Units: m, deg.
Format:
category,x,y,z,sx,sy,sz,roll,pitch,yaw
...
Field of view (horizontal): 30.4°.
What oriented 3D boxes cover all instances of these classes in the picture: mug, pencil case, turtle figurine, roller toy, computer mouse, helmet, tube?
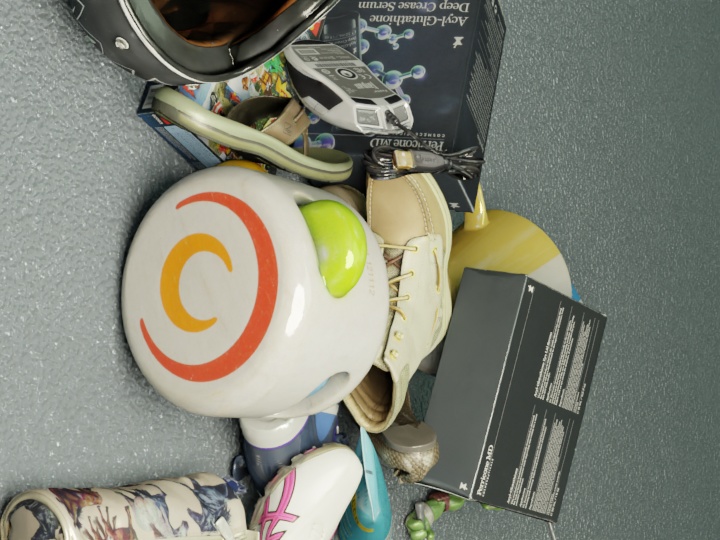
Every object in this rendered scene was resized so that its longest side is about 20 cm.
category,x,y,z,sx,sy,sz,roll,pitch,yaw
mug,0.098,0.021,1.330,0.153,0.149,0.187,-31,81,-43
pencil case,-0.164,0.190,0.950,0.200,0.089,0.078,6,84,-55
turtle figurine,0.111,0.218,1.311,0.194,0.143,0.201,51,45,-36
roller toy,-0.078,0.019,1.008,0.139,0.199,0.183,11,101,-55
computer mouse,0.004,-0.128,1.096,0.109,0.200,0.044,-9,131,-39
helmet,-0.119,-0.230,0.954,0.201,0.190,0.200,58,13,-21
tube,0.006,0.203,1.149,0.200,0.050,0.078,92,-14,-65

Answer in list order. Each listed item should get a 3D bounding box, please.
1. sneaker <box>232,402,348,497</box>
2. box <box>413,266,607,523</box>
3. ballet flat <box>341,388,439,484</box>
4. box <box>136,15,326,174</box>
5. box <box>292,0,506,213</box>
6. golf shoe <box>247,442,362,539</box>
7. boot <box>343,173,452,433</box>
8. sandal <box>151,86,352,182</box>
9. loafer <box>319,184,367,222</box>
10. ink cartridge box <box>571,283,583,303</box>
category,x,y,z,sx,sy,sz,roll,pitch,yaw
sneaker,-0.045,0.120,1.156,0.201,0.080,0.147,-68,154,-45
box,0.136,0.114,1.203,0.141,0.079,0.201,25,78,-47
ballet flat,0.025,0.138,1.177,0.067,0.200,0.047,-9,107,-14
box,-0.102,-0.176,1.108,0.137,0.038,0.201,43,54,-46
box,0.039,-0.167,1.200,0.107,0.148,0.201,54,43,-62
golf shoe,-0.056,0.230,1.042,0.200,0.092,0.073,-52,132,-8
boot,0.022,0.018,1.110,0.155,0.072,0.201,-56,144,-49
sandal,-0.073,-0.113,1.032,0.201,0.080,0.058,19,91,-50
loafer,0.000,0.000,1.225,0.068,0.076,0.201,-55,140,-45
ink cartridge box,0.186,0.110,1.478,0.145,0.084,0.201,53,46,-39
